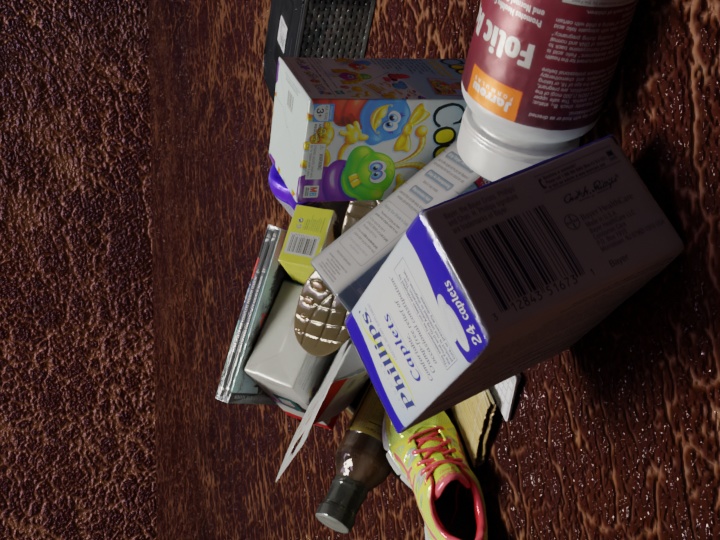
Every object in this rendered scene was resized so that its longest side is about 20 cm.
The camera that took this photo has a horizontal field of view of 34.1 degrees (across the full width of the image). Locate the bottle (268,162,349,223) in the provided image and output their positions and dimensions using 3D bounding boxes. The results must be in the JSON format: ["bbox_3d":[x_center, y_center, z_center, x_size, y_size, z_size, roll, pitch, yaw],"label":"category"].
[{"bbox_3d":[-0.041,-0.081,1.379,0.065,0.084,0.200,29,169,27],"label":"bottle"}]

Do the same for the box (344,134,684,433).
[{"bbox_3d":[0.106,0.013,0.881,0.106,0.183,0.200,60,153,15],"label":"box"}]

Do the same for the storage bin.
[{"bbox_3d":[-0.057,-0.303,1.489,0.136,0.093,0.201,-113,29,-45],"label":"storage bin"}]

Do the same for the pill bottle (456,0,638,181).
[{"bbox_3d":[0.140,-0.171,0.893,0.115,0.113,0.201,-115,29,-48],"label":"pill bottle"}]

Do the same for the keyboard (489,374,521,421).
[{"bbox_3d":[0.113,0.058,1.156,0.201,0.011,0.057,-113,28,-47],"label":"keyboard"}]

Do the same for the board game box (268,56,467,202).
[{"bbox_3d":[0.026,-0.133,1.099,0.105,0.198,0.104,-122,35,-53],"label":"board game box"}]

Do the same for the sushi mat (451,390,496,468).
[{"bbox_3d":[0.095,0.092,1.196,0.096,0.012,0.201,96,161,-44],"label":"sushi mat"}]

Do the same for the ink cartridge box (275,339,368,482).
[{"bbox_3d":[-0.016,0.126,1.238,0.201,0.050,0.162,-66,3,-28],"label":"ink cartridge box"}]

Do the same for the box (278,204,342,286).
[{"bbox_3d":[-0.036,0.002,1.360,0.200,0.050,0.076,60,-137,-64],"label":"box"}]

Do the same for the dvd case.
[{"bbox_3d":[-0.099,0.056,1.352,0.146,0.022,0.202,20,-92,-68],"label":"dvd case"}]

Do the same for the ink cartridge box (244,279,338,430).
[{"bbox_3d":[-0.055,0.109,1.375,0.117,0.067,0.200,-67,-23,-17],"label":"ink cartridge box"}]

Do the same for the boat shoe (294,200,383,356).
[{"bbox_3d":[0.000,-0.001,1.179,0.072,0.067,0.201,35,112,18],"label":"boat shoe"}]

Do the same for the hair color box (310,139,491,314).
[{"bbox_3d":[0.059,-0.036,1.026,0.061,0.200,0.099,51,178,-24],"label":"hair color box"}]

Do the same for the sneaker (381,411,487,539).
[{"bbox_3d":[0.081,0.199,1.151,0.091,0.077,0.201,98,151,-63],"label":"sneaker"}]

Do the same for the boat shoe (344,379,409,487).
[{"bbox_3d":[0.042,0.183,1.311,0.200,0.072,0.068,51,169,50],"label":"boat shoe"}]

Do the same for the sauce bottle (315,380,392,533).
[{"bbox_3d":[0.013,0.178,1.233,0.201,0.064,0.065,-61,7,-24],"label":"sauce bottle"}]
